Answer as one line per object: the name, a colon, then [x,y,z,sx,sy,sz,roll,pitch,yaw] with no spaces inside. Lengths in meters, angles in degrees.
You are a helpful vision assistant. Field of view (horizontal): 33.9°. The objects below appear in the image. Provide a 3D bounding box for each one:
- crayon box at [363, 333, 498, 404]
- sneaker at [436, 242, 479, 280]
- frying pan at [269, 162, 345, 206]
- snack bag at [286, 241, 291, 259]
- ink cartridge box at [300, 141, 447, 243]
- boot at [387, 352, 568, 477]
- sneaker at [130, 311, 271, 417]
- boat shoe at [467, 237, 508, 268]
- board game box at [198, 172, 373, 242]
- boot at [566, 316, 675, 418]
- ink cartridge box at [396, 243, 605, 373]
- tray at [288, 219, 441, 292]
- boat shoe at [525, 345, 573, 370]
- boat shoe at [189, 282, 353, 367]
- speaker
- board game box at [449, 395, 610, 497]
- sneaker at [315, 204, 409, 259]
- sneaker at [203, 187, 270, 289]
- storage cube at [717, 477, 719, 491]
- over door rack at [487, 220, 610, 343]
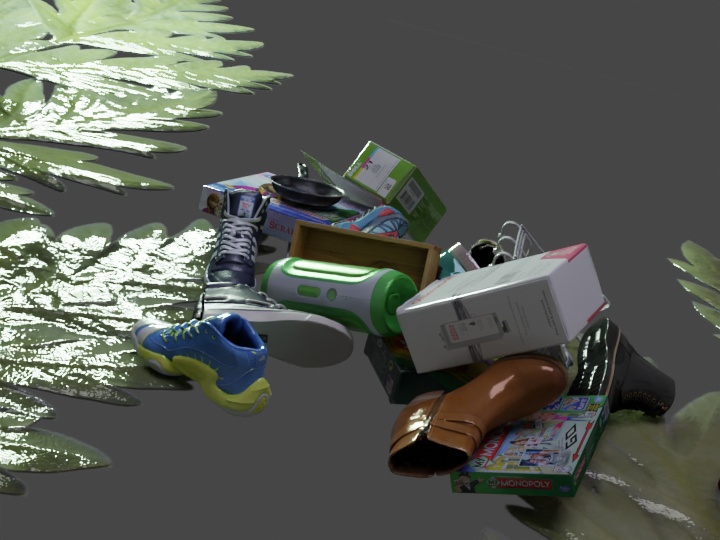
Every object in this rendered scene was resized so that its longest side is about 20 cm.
crayon box: [0.118,0.118,1.473,0.199,0.051,0.127,6,25,-20]
sneaker: [0.154,0.053,1.625,0.080,0.071,0.200,-33,54,-2]
frying pan: [-0.097,-0.131,1.777,0.115,0.031,0.190,4,16,-32]
snack bag: [-0.010,-0.003,1.698,0.199,0.021,0.189,13,24,-4]
ink cartridge box: [0.020,-0.140,1.859,0.200,0.076,0.148,33,-8,34]
boot: [0.124,0.157,1.275,0.199,0.077,0.155,-13,12,16]
sneaker: [-0.173,0.077,1.330,0.200,0.105,0.076,27,27,25]
boat shoe: [0.190,-0.009,1.774,0.072,0.060,0.202,17,24,5]
board game box: [-0.105,-0.092,1.771,0.200,0.041,0.199,20,17,19]
boot: [0.336,0.163,1.482,0.138,0.077,0.200,38,45,-11]
ink cartridge box: [0.164,0.044,1.382,0.200,0.083,0.146,-15,9,31]
tray: [0.000,0.000,1.550,0.199,0.099,0.037,11,-2,23]
boat shoe: [0.233,0.105,1.482,0.074,0.065,0.202,49,11,19]
boat shoe: [-0.108,0.058,1.442,0.199,0.075,0.093,10,32,-9]
speaker: [-0.028,0.032,1.471,0.200,0.089,0.088,7,15,39]
board game box: [0.193,0.192,1.320,0.134,0.029,0.200,-2,18,23]
sneaker: [0.017,-0.026,1.675,0.096,0.079,0.200,43,35,16]
sneaker: [-0.164,-0.042,1.588,0.070,0.109,0.200,11,24,-6]
storage cube: [0.516,0.229,1.297,0.170,0.180,0.200,14,23,0]
over door rack: [0.267,0.029,1.703,0.200,0.067,0.148,40,24,-5]
